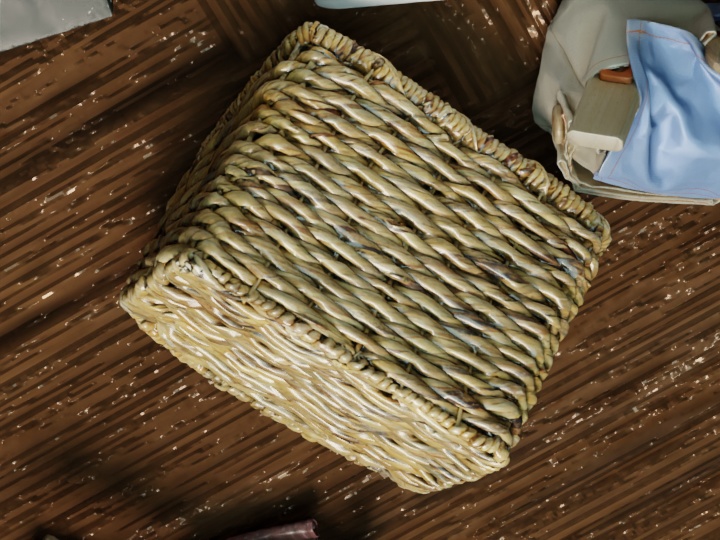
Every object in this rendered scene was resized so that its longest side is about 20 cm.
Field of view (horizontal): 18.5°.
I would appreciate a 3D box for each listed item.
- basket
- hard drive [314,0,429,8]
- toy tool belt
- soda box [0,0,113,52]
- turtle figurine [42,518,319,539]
[{"bbox_3d":[0.000,0.000,1.111,0.199,0.143,0.150,31,67,-12],"label":"basket"},{"bbox_3d":[0.045,-0.186,1.002,0.131,0.026,0.200,-5,156,-4],"label":"hard drive"},{"bbox_3d":[0.189,-0.080,1.082,0.199,0.123,0.126,2,114,-8],"label":"toy tool belt"},{"bbox_3d":[-0.220,-0.129,1.046,0.199,0.063,0.071,-17,116,2],"label":"soda box"},{"bbox_3d":[-0.098,0.224,1.178,0.193,0.144,0.201,20,107,-11],"label":"turtle figurine"}]
